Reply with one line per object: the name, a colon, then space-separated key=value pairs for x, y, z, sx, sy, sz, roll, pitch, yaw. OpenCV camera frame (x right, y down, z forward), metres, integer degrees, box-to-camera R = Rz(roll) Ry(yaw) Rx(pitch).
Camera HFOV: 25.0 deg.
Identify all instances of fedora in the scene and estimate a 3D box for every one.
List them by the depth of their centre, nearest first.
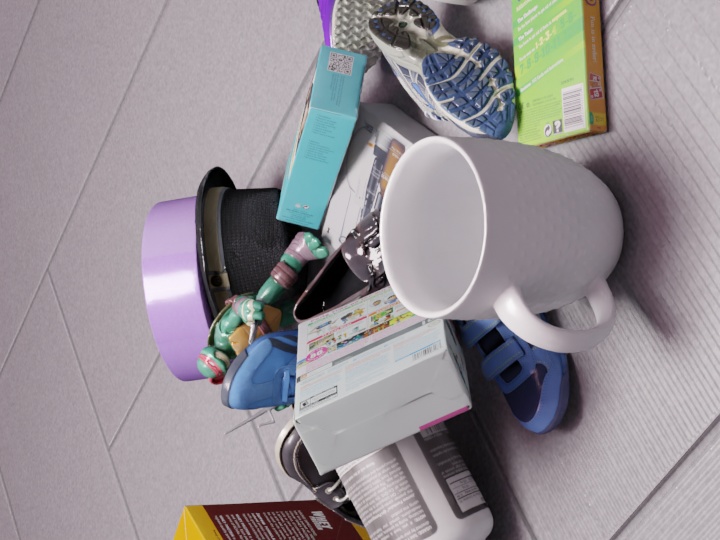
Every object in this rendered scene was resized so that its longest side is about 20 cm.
fedora: x=-0.109 y=-0.018 z=1.760 sx=0.091 sy=0.201 sz=0.203 roll=-8 pitch=78 yaw=12

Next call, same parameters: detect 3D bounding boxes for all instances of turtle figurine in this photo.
turtle figurine: x=-0.102 y=0.061 z=1.664 sx=0.100 sy=0.200 sz=0.150 roll=32 pitch=159 yaw=31

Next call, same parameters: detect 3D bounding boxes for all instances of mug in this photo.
mug: x=0.137 y=-0.014 z=1.343 sx=0.148 sy=0.174 sz=0.201 roll=-58 pitch=45 yaw=37

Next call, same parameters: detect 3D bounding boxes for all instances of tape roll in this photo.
tape roll: x=-0.177 y=0.019 z=1.798 sx=0.065 sy=0.200 sz=0.202 roll=-8 pitch=79 yaw=13

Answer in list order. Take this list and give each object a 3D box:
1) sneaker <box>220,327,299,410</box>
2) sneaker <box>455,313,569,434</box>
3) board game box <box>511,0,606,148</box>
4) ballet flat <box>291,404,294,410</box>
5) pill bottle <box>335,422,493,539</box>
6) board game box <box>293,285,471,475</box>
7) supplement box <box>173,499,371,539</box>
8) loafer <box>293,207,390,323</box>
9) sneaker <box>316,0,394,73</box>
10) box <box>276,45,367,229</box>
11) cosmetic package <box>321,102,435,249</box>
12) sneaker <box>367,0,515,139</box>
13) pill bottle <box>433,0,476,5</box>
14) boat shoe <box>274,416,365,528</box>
sneaker: x=-0.054 y=0.101 z=1.605 sx=0.078 sy=0.199 sz=0.067 roll=27 pitch=115 yaw=30
sneaker: x=0.124 y=0.053 z=1.443 sx=0.074 sy=0.082 sz=0.202 roll=-44 pitch=55 yaw=44
board game box: x=0.172 y=-0.214 z=1.432 sx=0.095 sy=0.030 sz=0.202 roll=-10 pitch=83 yaw=55
ballet flat: x=-0.007 y=0.155 z=1.655 sx=0.199 sy=0.070 sz=0.072 roll=4 pitch=91 yaw=58
pill bottle: x=0.054 y=0.214 z=1.492 sx=0.111 sy=0.110 sz=0.201 roll=-41 pitch=72 yaw=47
board game box: x=0.018 y=0.083 z=1.441 sx=0.200 sy=0.146 sz=0.065 roll=-91 pitch=-24 yaw=-68
supplement box: x=-0.068 y=0.342 z=1.610 sx=0.197 sy=0.198 sz=0.134 roll=49 pitch=127 yaw=45
loafer: x=0.000 y=0.000 z=1.560 sx=0.200 sy=0.062 sz=0.072 roll=-52 pitch=50 yaw=45
sneaker: x=-0.017 y=-0.294 z=1.690 sx=0.099 sy=0.069 sz=0.203 roll=-17 pitch=70 yaw=62
box: x=-0.041 y=-0.132 z=1.652 sx=0.201 sy=0.049 sz=0.083 roll=111 pitch=170 yaw=-56
cosmetic package: x=0.044 y=-0.059 z=1.597 sx=0.200 sy=0.051 sz=0.152 roll=41 pitch=125 yaw=49
sneaker: x=0.086 y=-0.176 z=1.521 sx=0.200 sy=0.077 sz=0.086 roll=51 pitch=169 yaw=39
pill bottle: x=0.072 y=-0.354 z=1.513 sx=0.110 sy=0.110 sz=0.202 roll=23 pitch=108 yaw=54
boat shoe: x=-0.019 y=0.197 z=1.581 sx=0.063 sy=0.200 sz=0.073 roll=33 pitch=78 yaw=34
